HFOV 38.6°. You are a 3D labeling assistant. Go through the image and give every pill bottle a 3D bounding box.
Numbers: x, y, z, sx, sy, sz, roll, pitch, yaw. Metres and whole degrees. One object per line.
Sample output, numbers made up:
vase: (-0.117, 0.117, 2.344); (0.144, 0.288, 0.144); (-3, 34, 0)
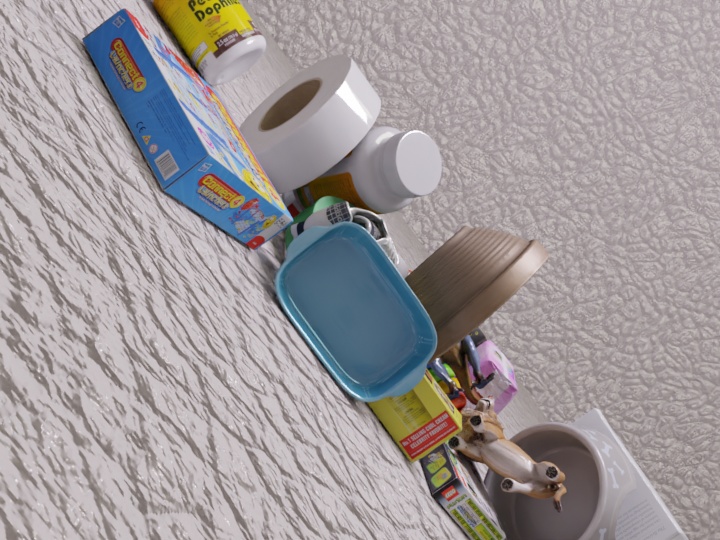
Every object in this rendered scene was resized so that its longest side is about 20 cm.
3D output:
pill bottle: (0.009, -0.127, 1.346); (0.199, 0.111, 0.111); (-5, -48, 49)
pill bottle: (-0.234, -0.381, 1.512); (0.201, 0.109, 0.109); (55, 7, 2)

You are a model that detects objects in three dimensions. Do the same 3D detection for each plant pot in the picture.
plant pot: (0.116, 0.013, 1.199); (0.093, 0.201, 0.201); (50, 7, 2)

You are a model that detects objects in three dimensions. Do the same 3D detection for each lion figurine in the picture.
lion figurine: (0.180, 0.225, 1.214); (0.200, 0.073, 0.122); (43, 5, 34)

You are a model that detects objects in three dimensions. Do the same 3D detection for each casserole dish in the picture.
casserole dish: (-0.007, 0.043, 1.076); (0.200, 0.121, 0.039); (54, -11, -9)

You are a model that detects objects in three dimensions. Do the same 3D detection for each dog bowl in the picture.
dog bowl: (0.231, 0.275, 1.240); (0.059, 0.200, 0.201); (33, 20, -40)

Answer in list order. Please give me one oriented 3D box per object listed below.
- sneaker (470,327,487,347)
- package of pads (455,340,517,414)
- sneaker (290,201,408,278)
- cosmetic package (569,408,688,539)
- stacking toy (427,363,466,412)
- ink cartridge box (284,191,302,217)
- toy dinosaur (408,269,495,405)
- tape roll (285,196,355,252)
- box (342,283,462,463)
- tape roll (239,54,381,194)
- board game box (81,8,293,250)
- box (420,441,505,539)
sneaker: (0.140, 0.098, 1.757); (0.075, 0.106, 0.200); (59, 9, 33)
package of pads: (0.173, 0.179, 1.556); (0.076, 0.120, 0.200); (49, 8, 0)
sneaker: (0.008, -0.022, 1.169); (0.200, 0.080, 0.077); (22, 39, -55)
cosmetic package: (0.288, 0.327, 1.317); (0.123, 0.199, 0.200); (47, 11, -46)
stacking toy: (0.108, 0.154, 1.435); (0.201, 0.085, 0.085); (61, 9, 19)
ink cartridge box: (-0.044, -0.042, 1.450); (0.163, 0.057, 0.200); (53, 3, -15)
toy dinosaur: (0.094, 0.087, 1.377); (0.200, 0.104, 0.182); (75, -11, -63)
tape roll: (-0.007, 0.005, 1.259); (0.200, 0.048, 0.201); (41, 28, -28)
box: (0.028, 0.110, 1.139); (0.201, 0.075, 0.050); (55, 10, -7)
tape roll: (-0.073, -0.192, 1.349); (0.071, 0.202, 0.203); (50, 9, -26)
board game box: (-0.171, -0.138, 1.044); (0.201, 0.056, 0.196); (58, 8, 23)
box: (0.109, 0.234, 1.238); (0.110, 0.035, 0.200); (51, 8, -24)
